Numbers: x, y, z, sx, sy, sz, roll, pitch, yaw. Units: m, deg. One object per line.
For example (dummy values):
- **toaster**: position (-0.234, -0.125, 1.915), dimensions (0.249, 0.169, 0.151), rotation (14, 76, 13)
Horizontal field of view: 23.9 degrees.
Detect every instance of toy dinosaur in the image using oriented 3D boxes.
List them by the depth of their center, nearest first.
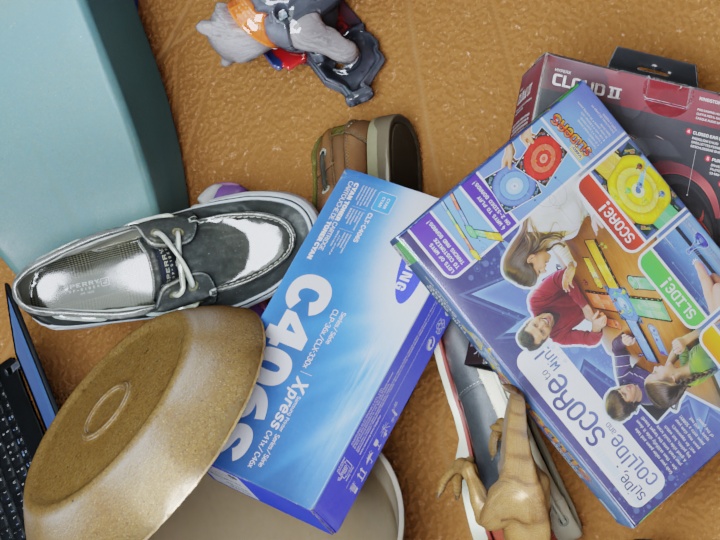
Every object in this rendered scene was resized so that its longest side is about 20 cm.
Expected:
- **toy dinosaur**: position (0.087, 0.117, 0.939), dimensions (0.106, 0.060, 0.201), rotation (-133, 31, -58)

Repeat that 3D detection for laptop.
- **laptop**: position (-0.256, 0.142, 1.174), dimensions (0.199, 0.103, 0.178), rotation (-33, 67, 17)

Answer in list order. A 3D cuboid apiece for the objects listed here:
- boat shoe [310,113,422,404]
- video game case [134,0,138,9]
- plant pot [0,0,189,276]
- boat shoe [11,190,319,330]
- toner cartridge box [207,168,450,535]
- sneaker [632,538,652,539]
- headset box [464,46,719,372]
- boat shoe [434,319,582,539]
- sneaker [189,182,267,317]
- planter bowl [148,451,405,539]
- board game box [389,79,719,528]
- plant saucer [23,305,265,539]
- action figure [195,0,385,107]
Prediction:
- **boat shoe**: position (0.000, 0.000, 1.096), dimensions (0.067, 0.072, 0.202), rotation (-7, 67, 27)
- **video game case**: position (-0.252, -0.243, 1.242), dimensions (0.180, 0.045, 0.202), rotation (0, 78, 7)
- **plant pot**: position (-0.197, -0.087, 1.142), dimensions (0.140, 0.141, 0.201), rotation (-22, 101, 9)
- **boat shoe**: position (-0.120, 0.001, 1.060), dimensions (0.198, 0.071, 0.073), rotation (-17, 90, 7)
- **toner cartridge box**: position (-0.012, 0.044, 1.001), dimensions (0.094, 0.043, 0.201), rotation (20, 71, 29)
- **sneaker**: position (0.137, 0.238, 0.980), dimensions (0.070, 0.098, 0.202), rotation (24, 115, 16)
- **headset box**: position (0.154, -0.028, 0.982), dimensions (0.147, 0.075, 0.202), rotation (12, 85, -5)
- **boat shoe**: position (0.084, 0.073, 1.036), dimensions (0.062, 0.071, 0.202), rotation (-15, 76, 17)
- **sneaker**: position (-0.082, 0.042, 1.125), dimensions (0.088, 0.080, 0.202), rotation (4, 80, 14)
- **planter bowl**: position (-0.062, 0.198, 1.027), dimensions (0.198, 0.135, 0.201), rotation (-7, 45, 7)
- **board game box**: position (0.130, 0.018, 0.920), dimensions (0.135, 0.034, 0.200), rotation (-39, 91, -7)
- **plant saucer**: position (-0.137, 0.091, 0.998), dimensions (0.200, 0.035, 0.201), rotation (-39, 24, 21)
- **action figure**: position (-0.039, -0.220, 1.137), dimensions (0.194, 0.105, 0.200), rotation (-46, 66, 1)
